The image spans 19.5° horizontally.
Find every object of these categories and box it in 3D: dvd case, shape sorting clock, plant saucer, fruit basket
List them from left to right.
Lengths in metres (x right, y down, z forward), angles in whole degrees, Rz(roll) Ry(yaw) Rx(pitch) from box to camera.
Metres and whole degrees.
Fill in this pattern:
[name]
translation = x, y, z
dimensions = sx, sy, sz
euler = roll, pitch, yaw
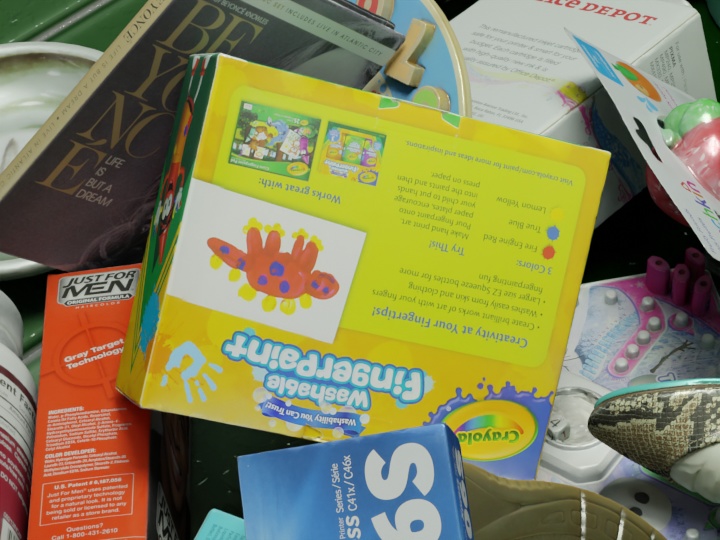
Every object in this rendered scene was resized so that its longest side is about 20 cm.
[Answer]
[plant saucer]
translation = -0.206, -0.054, 1.241
dimensions = 0.199, 0.050, 0.200
euler = -3, 46, 3
[dvd case]
translation = -0.087, -0.070, 1.055
dimensions = 0.200, 0.149, 0.016
euler = -47, 54, 19
[shape sorting clock]
translation = -0.019, -0.066, 1.123
dimensions = 0.039, 0.200, 0.200
euler = 5, 32, -44
[fruit basket]
translation = 0.210, -0.043, 1.097
dimensions = 0.094, 0.200, 0.185
euler = -44, 43, 19

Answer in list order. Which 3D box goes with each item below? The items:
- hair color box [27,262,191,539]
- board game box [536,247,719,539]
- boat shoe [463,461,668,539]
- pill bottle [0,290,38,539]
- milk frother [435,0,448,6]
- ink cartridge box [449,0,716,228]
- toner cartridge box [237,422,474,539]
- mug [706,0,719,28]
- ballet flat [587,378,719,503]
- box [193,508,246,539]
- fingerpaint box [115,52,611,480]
[hair color box]
translation = -0.122, 0.102, 1.045
dimensions = 0.061, 0.102, 0.200
euler = -8, 46, 3
[board game box]
translation = 0.112, 0.077, 1.100
dimensions = 0.199, 0.026, 0.200
euler = -9, 45, -3
[boat shoe]
translation = 0.067, 0.135, 0.991
dimensions = 0.200, 0.066, 0.072
euler = 22, 67, -17
[pill bottle]
translation = -0.220, 0.100, 1.049
dimensions = 0.113, 0.113, 0.200
euler = -4, 45, 2
[milk frother]
translation = 0.014, -0.268, 1.327
dimensions = 0.188, 0.200, 0.180
euler = -32, 47, -24
[ink cartridge box]
translation = 0.085, -0.079, 1.192
dimensions = 0.200, 0.083, 0.146
euler = -37, 36, -27
[toner cartridge box]
translation = 0.008, 0.172, 0.892
dimensions = 0.095, 0.043, 0.201
euler = -11, 74, 9
[mug]
translation = 0.280, -0.210, 1.301
dimensions = 0.185, 0.115, 0.152
euler = -22, 48, -16
[ballet flat]
translation = 0.215, 0.084, 1.027
dimensions = 0.199, 0.068, 0.075
euler = -7, 61, -7
[box]
translation = 0.014, 0.179, 0.967
dimensions = 0.200, 0.082, 0.049
euler = 18, 64, 22
[fingerpaint box]
translation = 0.000, 0.000, 1.004
dimensions = 0.199, 0.167, 0.073
euler = 12, 2, -18
